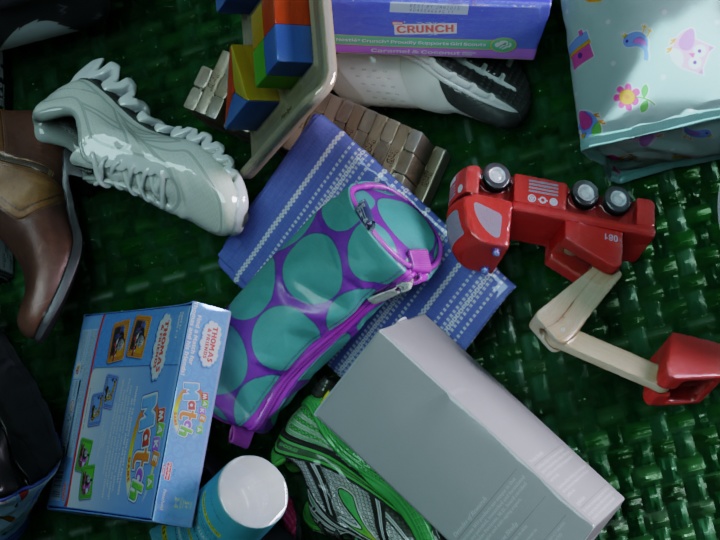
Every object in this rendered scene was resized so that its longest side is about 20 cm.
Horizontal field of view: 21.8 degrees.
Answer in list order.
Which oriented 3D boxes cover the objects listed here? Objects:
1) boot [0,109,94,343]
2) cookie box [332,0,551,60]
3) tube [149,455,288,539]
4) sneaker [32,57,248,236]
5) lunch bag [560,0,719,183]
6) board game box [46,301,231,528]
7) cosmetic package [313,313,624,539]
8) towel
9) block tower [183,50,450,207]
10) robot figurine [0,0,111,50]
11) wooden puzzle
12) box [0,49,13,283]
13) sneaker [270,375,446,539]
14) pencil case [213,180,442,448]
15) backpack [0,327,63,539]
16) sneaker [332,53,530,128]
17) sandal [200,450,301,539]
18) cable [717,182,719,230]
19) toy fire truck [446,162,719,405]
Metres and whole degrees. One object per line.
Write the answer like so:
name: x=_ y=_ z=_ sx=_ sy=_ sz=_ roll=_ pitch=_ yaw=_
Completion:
boot: x=-0.307 y=-0.051 z=1.428 sx=0.198 sy=0.068 sz=0.191 roll=12 pitch=74 yaw=-11
cookie box: x=0.049 y=-0.259 z=1.367 sx=0.169 sy=0.075 sz=0.202 roll=3 pitch=63 yaw=-2
tube: x=-0.108 y=0.188 z=1.321 sx=0.050 sy=0.200 sz=0.078 roll=-6 pitch=67 yaw=-27
sneaker: x=-0.165 y=-0.080 z=1.398 sx=0.199 sy=0.076 sz=0.081 roll=35 pitch=45 yaw=27
lunch bag: x=0.248 y=-0.168 z=1.311 sx=0.198 sy=0.122 sz=0.172 roll=-13 pitch=73 yaw=19
board game box: x=-0.164 y=0.104 z=1.353 sx=0.199 sy=0.036 sz=0.153 roll=-8 pitch=70 yaw=61
cosmetic package: x=0.076 y=0.127 z=1.282 sx=0.200 sy=0.107 sz=0.091 roll=40 pitch=106 yaw=14
towel: x=0.000 y=0.000 z=1.369 sx=0.200 sy=0.024 sz=0.145 roll=42 pitch=111 yaw=13
block tower: x=-0.033 y=-0.106 z=1.416 sx=0.198 sy=0.058 sz=0.054 roll=24 pitch=86 yaw=19
robot figurine: x=-0.268 y=-0.237 z=1.464 sx=0.198 sy=0.150 sz=0.126 roll=-17 pitch=72 yaw=-15
wooden puzzle: x=-0.066 y=-0.186 z=1.325 sx=0.046 sy=0.185 sz=0.202 roll=4 pitch=74 yaw=-18
box: x=-0.378 y=-0.081 z=1.521 sx=0.191 sy=0.047 sz=0.203 roll=-8 pitch=76 yaw=17
sneaker: x=0.014 y=0.173 z=1.336 sx=0.085 sy=0.078 sz=0.200 roll=-47 pitch=60 yaw=9
pencil case: x=-0.036 y=0.029 z=1.328 sx=0.200 sy=0.085 sz=0.093 roll=-45 pitch=50 yaw=22
backpack: x=-0.325 y=0.132 z=1.385 sx=0.190 sy=0.199 sz=0.155 roll=36 pitch=122 yaw=22
sneaker: x=0.035 y=-0.151 z=1.408 sx=0.198 sy=0.074 sz=0.081 roll=26 pitch=125 yaw=12
sandal: x=-0.056 y=0.194 z=1.334 sx=0.045 sy=0.076 sz=0.200 roll=-27 pitch=41 yaw=-23
cable: x=0.333 y=-0.049 z=1.233 sx=0.198 sy=0.069 sz=0.202 roll=10 pitch=112 yaw=-8
toy fire truck: x=0.154 y=0.010 z=1.303 sx=0.198 sy=0.049 sz=0.142 roll=10 pitch=62 yaw=-9
